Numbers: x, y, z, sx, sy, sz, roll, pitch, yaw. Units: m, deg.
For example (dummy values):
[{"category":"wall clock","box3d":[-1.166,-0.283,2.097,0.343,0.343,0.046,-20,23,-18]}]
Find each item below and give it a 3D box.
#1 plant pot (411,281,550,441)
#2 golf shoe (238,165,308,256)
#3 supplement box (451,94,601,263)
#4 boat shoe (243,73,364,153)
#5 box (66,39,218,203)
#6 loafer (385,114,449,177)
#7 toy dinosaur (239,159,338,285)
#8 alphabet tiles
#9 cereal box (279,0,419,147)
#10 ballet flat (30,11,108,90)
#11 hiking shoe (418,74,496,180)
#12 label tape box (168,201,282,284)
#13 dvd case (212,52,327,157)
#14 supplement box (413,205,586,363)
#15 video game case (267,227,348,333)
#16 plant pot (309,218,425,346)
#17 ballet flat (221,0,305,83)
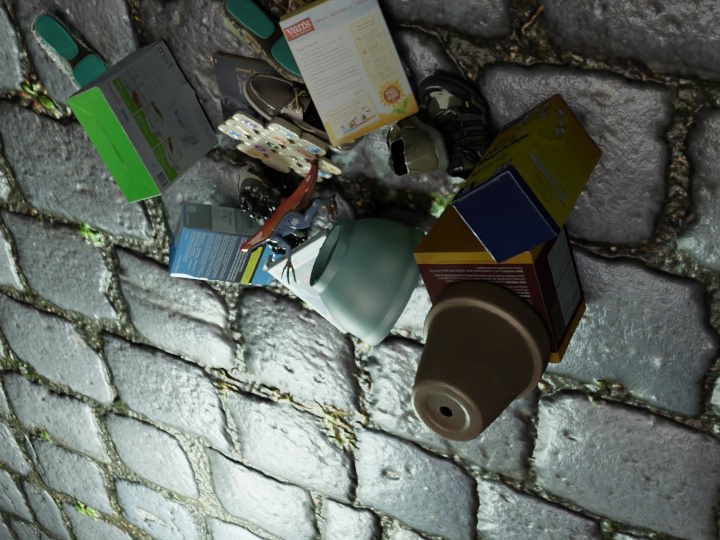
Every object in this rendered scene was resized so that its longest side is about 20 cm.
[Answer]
[{"category":"plant pot","box3d":[0.155,0.147,1.401,0.197,0.175,0.203,20,136,21]},{"category":"golf shoe","box3d":[-0.152,-0.107,1.687,0.077,0.095,0.201,-25,140,3]},{"category":"supplement box","box3d":[0.225,-0.124,1.298,0.110,0.201,0.108,49,136,-13]},{"category":"boat shoe","box3d":[-0.084,-0.247,1.475,0.198,0.073,0.059,29,162,-14]},{"category":"box","box3d":[-0.358,-0.251,1.620,0.095,0.177,0.202,-8,121,38]},{"category":"loafer","box3d":[0.066,-0.179,1.398,0.200,0.068,0.077,-141,34,-73]},{"category":"toy dinosaur","box3d":[-0.127,-0.088,1.598,0.178,0.106,0.203,-13,118,9]},{"category":"alphabet tiles","box3d":[-0.128,-0.198,1.547,0.193,0.015,0.199,27,165,-21]},{"category":"cereal box","box3d":[-0.014,-0.297,1.394,0.141,0.040,0.203,-20,115,9]},{"category":"ballet flat","box3d":[-0.502,-0.371,1.715,0.071,0.072,0.201,-28,105,45]},{"category":"hiking shoe","box3d":[0.147,-0.186,1.375,0.200,0.101,0.075,48,137,-10]},{"category":"label tape box","box3d":[-0.244,-0.046,1.782,0.196,0.067,0.144,5,142,-21]},{"category":"dvd case","box3d":[-0.147,-0.269,1.575,0.196,0.016,0.151,15,132,23]},{"category":"supplement box","box3d":[0.216,0.018,1.477,0.194,0.133,0.203,0,125,35]},{"category":"video game case","box3d":[-0.042,0.023,1.714,0.199,0.023,0.181,39,140,-21]},{"category":"plant pot","box3d":[0.000,0.000,1.539,0.132,0.203,0.201,25,140,-14]},{"category":"ballet flat","box3d":[-0.132,-0.343,1.476,0.199,0.068,0.075,40,160,7]}]
